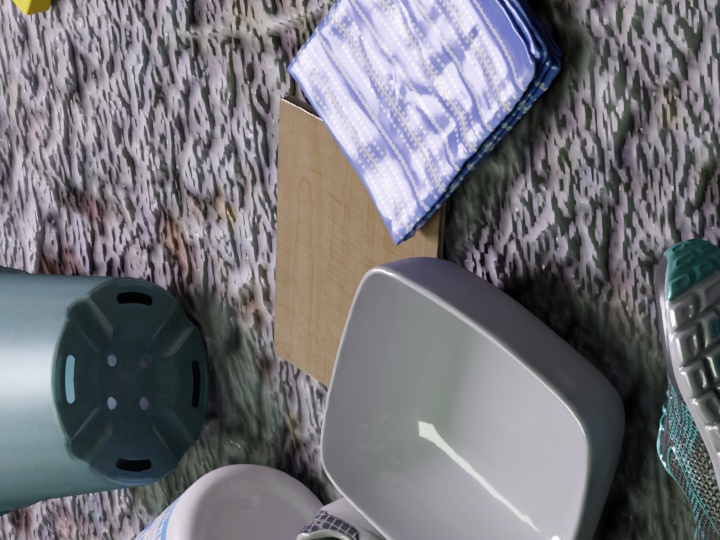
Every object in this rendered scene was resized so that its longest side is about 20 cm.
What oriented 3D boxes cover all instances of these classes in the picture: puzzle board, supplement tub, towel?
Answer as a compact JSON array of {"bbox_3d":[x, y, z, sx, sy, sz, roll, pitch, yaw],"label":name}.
[{"bbox_3d":[0.000,0.000,1.724,0.151,0.017,0.200,30,132,38],"label":"puzzle board"},{"bbox_3d":[-0.109,0.231,1.891,0.132,0.132,0.200,59,143,10],"label":"supplement tub"},{"bbox_3d":[0.033,-0.124,1.592,0.145,0.024,0.200,58,139,16],"label":"towel"}]

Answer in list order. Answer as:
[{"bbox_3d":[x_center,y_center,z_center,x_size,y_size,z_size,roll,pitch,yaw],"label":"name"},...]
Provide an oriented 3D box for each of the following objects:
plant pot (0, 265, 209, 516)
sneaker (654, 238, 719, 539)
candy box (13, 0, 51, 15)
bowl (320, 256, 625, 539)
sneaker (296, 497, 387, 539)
[{"bbox_3d":[-0.227,0.084,1.923,0.196,0.200,0.201,-5,106,45],"label":"plant pot"},{"bbox_3d":[0.194,0.081,1.477,0.091,0.077,0.200,-6,103,57],"label":"sneaker"},{"bbox_3d":[-0.234,-0.284,1.854,0.102,0.026,0.200,51,141,25],"label":"candy box"},{"bbox_3d":[0.077,0.098,1.623,0.200,0.075,0.200,39,136,28],"label":"bowl"},{"bbox_3d":[0.038,0.235,1.751,0.200,0.080,0.076,51,140,17],"label":"sneaker"}]
